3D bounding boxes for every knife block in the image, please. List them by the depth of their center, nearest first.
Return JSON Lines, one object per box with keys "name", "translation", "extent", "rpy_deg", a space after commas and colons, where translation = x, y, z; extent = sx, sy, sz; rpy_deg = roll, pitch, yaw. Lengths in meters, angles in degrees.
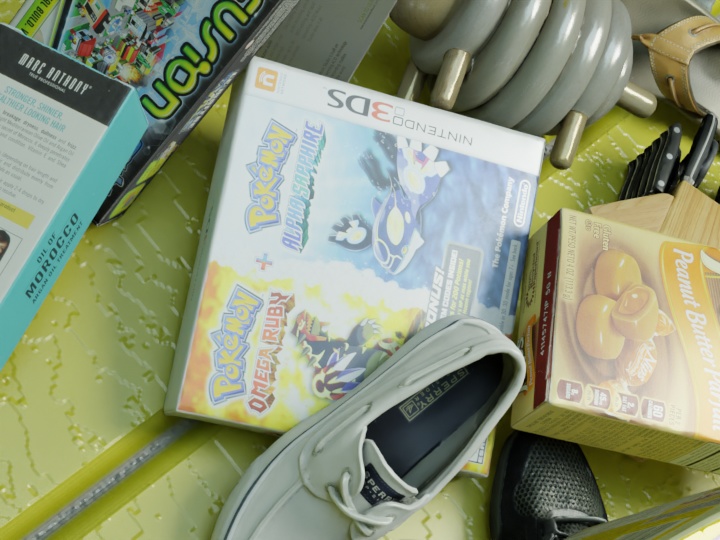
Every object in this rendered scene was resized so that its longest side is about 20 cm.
{"name": "knife block", "translation": [0.215, 0.003, 0.874], "extent": [0.175, 0.064, 0.201], "rpy_deg": [-10, 71, -24]}

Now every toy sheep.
{"name": "toy sheep", "translation": [0.101, -0.138, 0.861], "extent": [0.199, 0.138, 0.138], "rpy_deg": [24, 59, -26]}

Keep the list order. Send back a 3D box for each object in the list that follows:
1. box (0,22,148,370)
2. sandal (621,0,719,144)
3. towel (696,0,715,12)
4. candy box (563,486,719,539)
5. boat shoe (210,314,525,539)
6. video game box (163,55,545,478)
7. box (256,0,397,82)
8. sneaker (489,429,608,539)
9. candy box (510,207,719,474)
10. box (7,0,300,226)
{"name": "box", "translation": [-0.192, -0.017, 0.692], "extent": [0.082, 0.049, 0.201], "rpy_deg": [26, 75, 9]}
{"name": "sandal", "translation": [0.227, -0.134, 0.930], "extent": [0.200, 0.054, 0.081], "rpy_deg": [32, 96, -10]}
{"name": "towel", "translation": [0.178, -0.252, 0.992], "extent": [0.199, 0.035, 0.193], "rpy_deg": [29, 60, -8]}
{"name": "candy box", "translation": [0.111, 0.125, 0.593], "extent": [0.102, 0.200, 0.027], "rpy_deg": [-17, 78, -27]}
{"name": "boat shoe", "translation": [0.002, 0.100, 0.707], "extent": [0.074, 0.065, 0.200], "rpy_deg": [44, 85, -15]}
{"name": "video game box", "translation": [0.000, 0.000, 0.773], "extent": [0.181, 0.047, 0.201], "rpy_deg": [13, 80, -13]}
{"name": "box", "translation": [-0.076, -0.186, 0.798], "extent": [0.199, 0.144, 0.036], "rpy_deg": [26, 53, -10]}
{"name": "sneaker", "translation": [0.123, 0.168, 0.737], "extent": [0.076, 0.114, 0.200], "rpy_deg": [9, 62, -19]}
{"name": "candy box", "translation": [0.188, 0.048, 0.774], "extent": [0.199, 0.055, 0.116], "rpy_deg": [13, 66, -12]}
{"name": "box", "translation": [-0.115, -0.132, 0.739], "extent": [0.110, 0.200, 0.035], "rpy_deg": [44, 22, 2]}
